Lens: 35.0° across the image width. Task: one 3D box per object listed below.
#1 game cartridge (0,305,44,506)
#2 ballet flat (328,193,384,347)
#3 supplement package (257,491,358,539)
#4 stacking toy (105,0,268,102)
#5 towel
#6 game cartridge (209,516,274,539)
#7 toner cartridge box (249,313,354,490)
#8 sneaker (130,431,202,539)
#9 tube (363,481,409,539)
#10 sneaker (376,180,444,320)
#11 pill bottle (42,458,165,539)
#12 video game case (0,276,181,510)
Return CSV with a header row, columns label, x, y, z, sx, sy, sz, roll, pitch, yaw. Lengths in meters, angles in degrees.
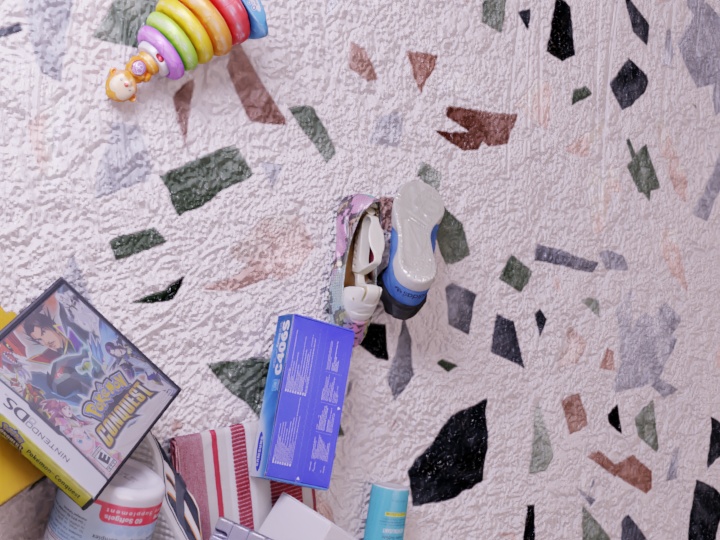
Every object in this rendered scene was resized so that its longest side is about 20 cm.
label,x,y,z,sx,sy,sz,roll,pitch,yaw
game cartridge,-0.383,0.146,1.131,0.177,0.032,0.200,55,43,0
ballet flat,0.000,0.000,1.476,0.069,0.071,0.202,6,86,-38
supplement package,-0.079,0.391,1.357,0.121,0.119,0.201,40,76,-32
stacking toy,-0.212,-0.261,1.296,0.200,0.109,0.116,-44,119,-19
towel,-0.139,0.258,1.392,0.199,0.023,0.146,-6,91,-41
game cartridge,-0.138,0.391,1.261,0.129,0.038,0.201,22,77,8
toner cartridge box,-0.071,0.162,1.411,0.094,0.043,0.202,18,75,-30
sneaker,-0.236,0.249,1.280,0.079,0.078,0.202,-17,87,-81
tube,0.026,0.384,1.516,0.077,0.050,0.202,8,89,-27
sneaker,0.063,-0.023,1.535,0.076,0.112,0.201,13,45,-11
pill bottle,-0.282,0.301,1.197,0.108,0.108,0.202,12,100,-39
video game case,-0.294,0.119,1.166,0.181,0.025,0.200,44,32,-7
